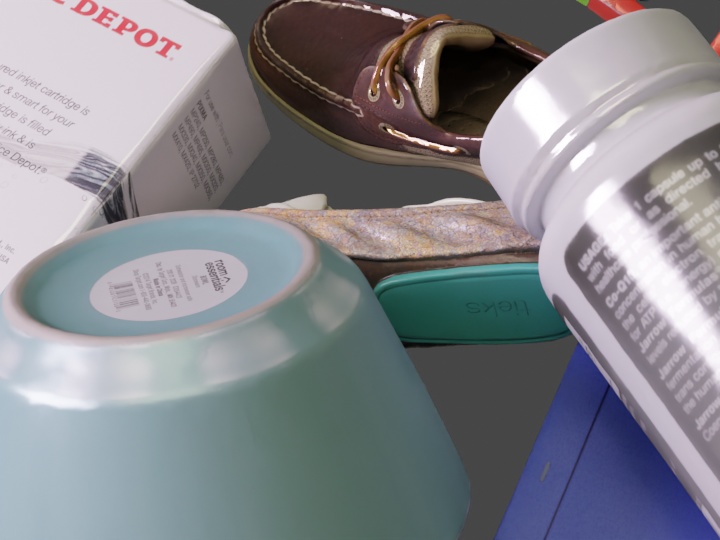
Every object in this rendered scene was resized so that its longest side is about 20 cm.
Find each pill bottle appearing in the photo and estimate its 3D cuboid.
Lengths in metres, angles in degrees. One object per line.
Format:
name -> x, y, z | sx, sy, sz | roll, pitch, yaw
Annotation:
pill bottle -> 0.136, 0.009, 0.930 | 0.114, 0.114, 0.200 | -31, 65, -8

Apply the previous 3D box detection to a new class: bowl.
bowl -> -0.065, 0.048, 0.941 | 0.200, 0.105, 0.201 | -7, 24, 3

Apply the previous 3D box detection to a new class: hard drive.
hard drive -> 0.154, 0.106, 0.962 | 0.199, 0.025, 0.132 | 16, 64, 20

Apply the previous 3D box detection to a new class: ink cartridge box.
ink cartridge box -> -0.153, -0.032, 1.075 | 0.144, 0.084, 0.200 | 28, 69, 25

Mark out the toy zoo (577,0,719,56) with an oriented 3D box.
toy zoo -> 0.172, -0.131, 1.061 | 0.200, 0.020, 0.131 | 36, 82, 4

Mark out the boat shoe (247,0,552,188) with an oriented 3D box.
boat shoe -> 0.037, -0.078, 1.070 | 0.199, 0.072, 0.072 | 27, 68, 24

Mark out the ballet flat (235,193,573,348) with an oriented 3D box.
ballet flat -> 0.000, 0.000, 1.043 | 0.199, 0.068, 0.067 | 1, 39, 10
